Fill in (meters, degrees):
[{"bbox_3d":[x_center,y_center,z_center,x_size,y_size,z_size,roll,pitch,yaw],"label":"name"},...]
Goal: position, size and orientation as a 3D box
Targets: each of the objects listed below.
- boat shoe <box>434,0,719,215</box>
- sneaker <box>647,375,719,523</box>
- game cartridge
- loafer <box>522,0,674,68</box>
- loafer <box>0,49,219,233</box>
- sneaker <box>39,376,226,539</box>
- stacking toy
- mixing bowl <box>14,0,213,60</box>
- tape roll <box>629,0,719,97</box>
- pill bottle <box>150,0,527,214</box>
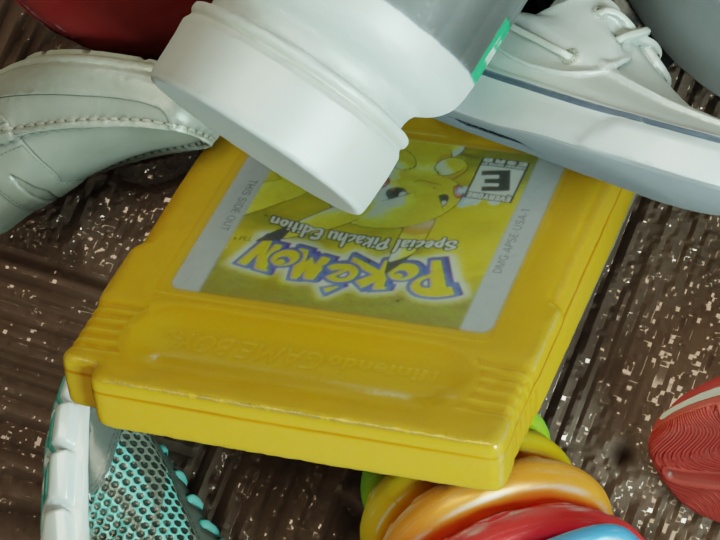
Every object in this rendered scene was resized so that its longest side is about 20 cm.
[{"bbox_3d":[0.081,-0.076,1.060,0.200,0.074,0.065,22,87,31],"label":"boat shoe"},{"bbox_3d":[0.212,0.034,1.046,0.200,0.078,0.116,-10,32,26],"label":"sneaker"},{"bbox_3d":[0.000,0.000,1.068,0.176,0.033,0.200,8,37,17],"label":"game cartridge"},{"bbox_3d":[0.052,-0.146,1.148,0.070,0.068,0.201,-39,68,-12],"label":"loafer"},{"bbox_3d":[-0.142,-0.049,1.149,0.200,0.070,0.070,-5,72,34],"label":"loafer"},{"bbox_3d":[-0.082,0.115,1.085,0.091,0.078,0.201,4,67,-6],"label":"sneaker"},{"bbox_3d":[0.036,0.078,1.055,0.110,0.116,0.200,-22,50,-2],"label":"stacking toy"},{"bbox_3d":[-0.095,-0.163,1.145,0.108,0.200,0.200,-36,60,29],"label":"mixing bowl"},{"bbox_3d":[0.199,-0.154,1.087,0.200,0.066,0.201,1,67,-2],"label":"tape roll"},{"bbox_3d":[0.014,-0.129,1.022,0.113,0.113,0.200,31,86,24],"label":"pill bottle"}]
